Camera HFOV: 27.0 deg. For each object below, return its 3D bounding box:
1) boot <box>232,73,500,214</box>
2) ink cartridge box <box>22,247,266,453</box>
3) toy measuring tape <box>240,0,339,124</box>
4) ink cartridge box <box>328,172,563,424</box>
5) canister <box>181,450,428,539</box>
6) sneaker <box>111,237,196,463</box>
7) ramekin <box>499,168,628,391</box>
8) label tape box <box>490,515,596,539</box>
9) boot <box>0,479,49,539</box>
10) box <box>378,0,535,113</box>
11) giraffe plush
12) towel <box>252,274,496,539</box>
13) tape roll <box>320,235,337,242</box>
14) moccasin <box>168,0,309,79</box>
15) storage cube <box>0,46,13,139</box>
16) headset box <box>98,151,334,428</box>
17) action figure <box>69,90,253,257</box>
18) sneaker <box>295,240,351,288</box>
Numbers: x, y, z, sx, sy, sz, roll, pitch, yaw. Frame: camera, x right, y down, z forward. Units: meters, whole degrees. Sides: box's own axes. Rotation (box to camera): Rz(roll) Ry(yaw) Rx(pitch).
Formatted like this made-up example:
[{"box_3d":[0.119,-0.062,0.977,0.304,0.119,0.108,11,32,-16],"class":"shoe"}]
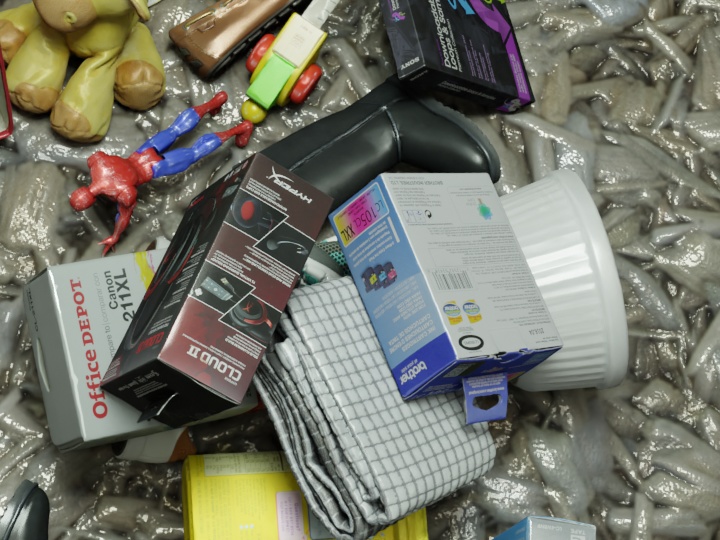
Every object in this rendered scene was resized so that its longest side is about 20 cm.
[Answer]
[{"box_3d":[0.005,-0.087,1.387,0.200,0.066,0.165,-31,50,-24],"class":"boot"},{"box_3d":[-0.162,0.059,1.245,0.200,0.083,0.146,-11,84,-28],"class":"ink cartridge box"},{"box_3d":[-0.051,-0.223,1.432,0.073,0.074,0.200,35,90,1],"class":"toy measuring tape"},{"box_3d":[0.076,0.023,1.219,0.136,0.076,0.200,-4,63,-44],"class":"ink cartridge box"},{"box_3d":[-0.049,0.223,1.284,0.199,0.087,0.149,-1,71,-11],"class":"canister"},{"box_3d":[-0.168,0.073,1.328,0.084,0.073,0.201,12,72,-25],"class":"sneaker"},{"box_3d":[0.164,0.017,1.348,0.094,0.202,0.203,-14,74,-5],"class":"ramekin"},{"box_3d":[0.143,0.319,1.259,0.066,0.143,0.201,8,70,-9],"class":"label tape box"},{"box_3d":[-0.218,0.282,1.236,0.200,0.066,0.165,20,77,-1],"class":"boot"},{"box_3d":[0.087,-0.234,1.436,0.200,0.036,0.143,5,65,-52],"class":"box"},{"box_3d":[-0.241,-0.239,1.360,0.172,0.162,0.200,35,68,2],"class":"giraffe plush"},{"box_3d":[0.002,0.105,1.212,0.165,0.086,0.200,-16,73,-50],"class":"towel"},{"box_3d":[0.012,0.061,1.379,0.202,0.037,0.203,4,71,-10],"class":"tape roll"},{"box_3d":[-0.099,-0.271,1.456,0.201,0.074,0.078,-41,92,-12],"class":"moccasin"},{"box_3d":[-0.419,-0.201,1.297,0.171,0.200,0.180,-23,71,-18],"class":"storage cube"},{"box_3d":[-0.115,0.027,1.143,0.075,0.149,0.200,31,67,-17],"class":"headset box"},{"box_3d":[-0.196,-0.087,1.379,0.065,0.099,0.200,48,46,10],"class":"action figure"},{"box_3d":[0.000,0.000,1.344,0.200,0.078,0.091,27,63,-11],"class":"sneaker"}]
